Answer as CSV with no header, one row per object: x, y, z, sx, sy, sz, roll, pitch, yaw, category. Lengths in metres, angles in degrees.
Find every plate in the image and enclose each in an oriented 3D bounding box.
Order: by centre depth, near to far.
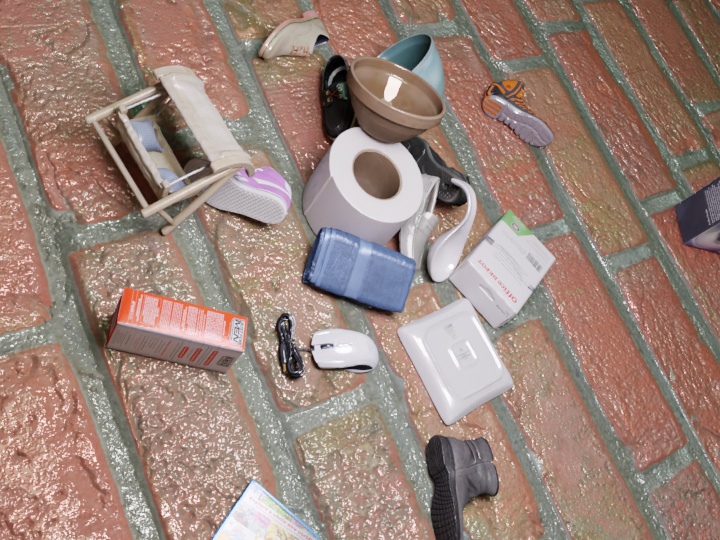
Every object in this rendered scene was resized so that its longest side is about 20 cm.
0.189,0.163,1.500,0.196,0.032,0.203,-20,75,-35,plate

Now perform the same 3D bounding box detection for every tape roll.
0.003,-0.147,1.493,0.198,0.139,0.208,13,59,-22,tape roll

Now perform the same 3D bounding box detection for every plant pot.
0.055,-0.305,1.469,0.196,0.094,0.203,18,36,-14,plant pot
0.100,-0.379,1.658,0.135,0.197,0.203,49,47,-30,plant pot

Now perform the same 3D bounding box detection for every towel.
0.000,0.000,1.443,0.196,0.049,0.114,20,94,-16,towel

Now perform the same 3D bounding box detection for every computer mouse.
-0.048,0.133,1.373,0.195,0.044,0.112,5,61,-27,computer mouse

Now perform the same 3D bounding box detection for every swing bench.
-0.309,-0.207,1.303,0.198,0.130,0.201,-34,80,-4,swing bench

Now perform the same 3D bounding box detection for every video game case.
-0.162,0.436,1.162,0.142,0.018,0.201,40,52,-4,video game case

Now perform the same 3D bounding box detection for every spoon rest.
0.182,-0.074,1.546,0.098,0.060,0.205,2,106,-52,spoon rest

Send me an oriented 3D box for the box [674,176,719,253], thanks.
0.945,-0.141,1.989,0.195,0.198,0.126,10,61,-24,box

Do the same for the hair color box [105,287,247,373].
-0.284,0.096,1.223,0.195,0.101,0.063,17,57,-22,hair color box

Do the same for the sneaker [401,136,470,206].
0.161,-0.204,1.662,0.200,0.077,0.113,47,14,30,sneaker

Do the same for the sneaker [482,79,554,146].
0.389,-0.389,1.882,0.198,0.078,0.113,34,54,-10,sneaker

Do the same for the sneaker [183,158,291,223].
-0.218,-0.160,1.431,0.197,0.073,0.115,26,35,-9,sneaker

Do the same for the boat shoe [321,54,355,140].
-0.050,-0.353,1.606,0.063,0.072,0.206,52,33,-49,boat shoe

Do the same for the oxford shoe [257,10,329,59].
-0.133,-0.478,1.638,0.074,0.071,0.200,48,52,-1,oxford shoe

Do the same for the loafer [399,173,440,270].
0.119,-0.096,1.553,0.070,0.068,0.206,38,56,-62,loafer

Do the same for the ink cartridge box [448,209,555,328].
0.291,-0.004,1.614,0.146,0.084,0.200,46,52,0,ink cartridge box

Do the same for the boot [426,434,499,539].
0.189,0.384,1.362,0.129,0.069,0.205,12,63,-29,boot
